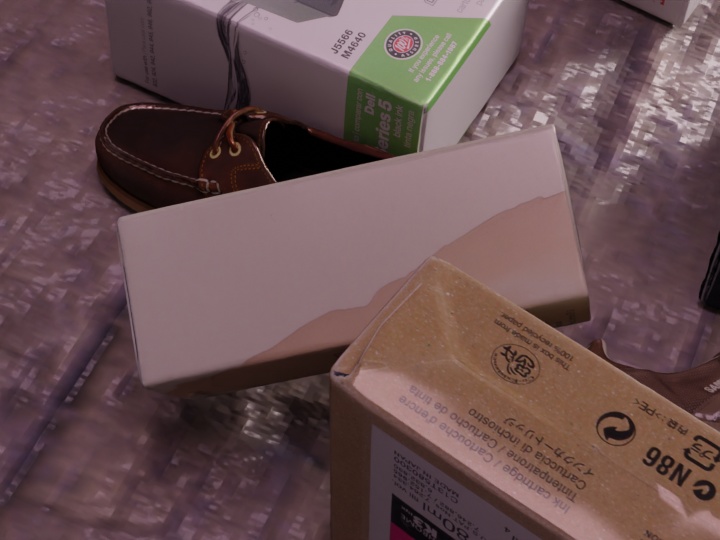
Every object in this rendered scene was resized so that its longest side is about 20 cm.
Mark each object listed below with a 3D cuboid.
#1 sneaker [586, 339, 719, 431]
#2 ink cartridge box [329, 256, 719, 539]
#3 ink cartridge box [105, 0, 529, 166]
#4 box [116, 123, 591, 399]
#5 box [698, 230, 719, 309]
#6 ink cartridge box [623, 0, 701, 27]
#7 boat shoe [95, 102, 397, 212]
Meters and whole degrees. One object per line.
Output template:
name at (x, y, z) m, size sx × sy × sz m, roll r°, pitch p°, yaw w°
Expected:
sneaker at (0.193, 0.069, 0.700) m, size 0.198 × 0.071 × 0.076 m, roll 7°, pitch 51°, yaw 1°
ink cartridge box at (0.083, 0.110, 0.601) m, size 0.199 × 0.165 × 0.075 m, roll 32°, pitch 60°, yaw 20°
ink cartridge box at (-0.023, -0.145, 0.839) m, size 0.199 × 0.084 × 0.146 m, roll 25°, pitch 55°, yaw 15°
box at (0.000, 0.000, 0.682) m, size 0.198 × 0.095 × 0.079 m, roll -12°, pitch 80°, yaw 9°
box at (0.293, -0.036, 0.766) m, size 0.198 × 0.105 × 0.149 m, roll 19°, pitch 53°, yaw 10°
ink cartridge box at (0.168, -0.257, 0.911) m, size 0.199 × 0.129 × 0.125 m, roll 29°, pitch 56°, yaw 18°
boat shoe at (-0.046, -0.053, 0.778) m, size 0.198 × 0.071 × 0.071 m, roll 16°, pitch 54°, yaw 10°
